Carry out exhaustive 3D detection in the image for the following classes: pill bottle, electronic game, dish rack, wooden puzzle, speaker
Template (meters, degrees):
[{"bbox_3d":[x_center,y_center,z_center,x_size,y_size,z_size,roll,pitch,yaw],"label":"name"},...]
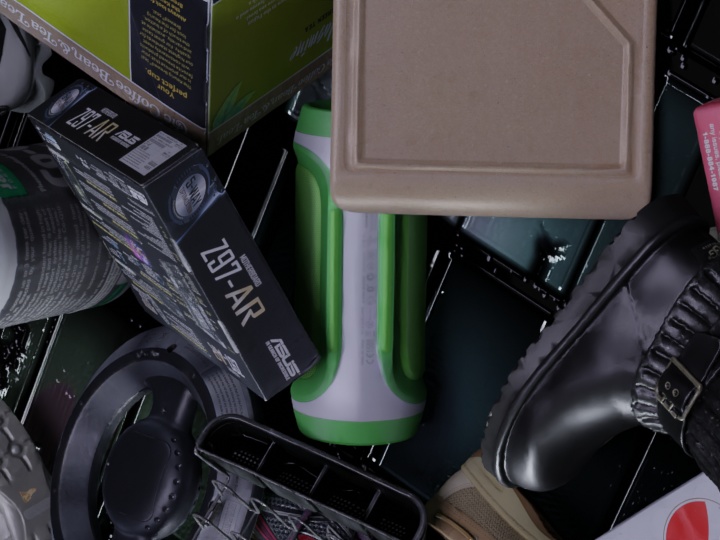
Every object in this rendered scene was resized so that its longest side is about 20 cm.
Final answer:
[{"bbox_3d":[-0.235,-0.019,1.844,0.113,0.200,0.113,6,101,33],"label":"pill bottle"},{"bbox_3d":[-0.131,0.133,1.864,0.200,0.042,0.200,-18,64,43],"label":"electronic game"},{"bbox_3d":[-0.061,0.202,1.728,0.153,0.055,0.200,23,75,22],"label":"dish rack"},{"bbox_3d":[0.077,-0.129,1.676,0.185,0.037,0.200,2,102,3],"label":"wooden puzzle"},{"bbox_3d":[0.000,0.000,1.756,0.088,0.088,0.200,7,102,33],"label":"speaker"}]

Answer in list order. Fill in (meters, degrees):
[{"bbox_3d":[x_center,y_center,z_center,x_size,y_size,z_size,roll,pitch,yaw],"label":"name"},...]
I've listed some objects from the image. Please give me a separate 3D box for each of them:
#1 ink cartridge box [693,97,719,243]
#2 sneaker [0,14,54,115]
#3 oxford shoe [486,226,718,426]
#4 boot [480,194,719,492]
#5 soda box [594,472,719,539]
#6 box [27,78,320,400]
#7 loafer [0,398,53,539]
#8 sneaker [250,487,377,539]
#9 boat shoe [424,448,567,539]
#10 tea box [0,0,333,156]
[{"bbox_3d":[0.292,-0.038,1.550,0.200,0.085,0.146,-10,93,34],"label":"ink cartridge box"},{"bbox_3d":[-0.266,-0.198,1.907,0.074,0.088,0.200,-24,83,36],"label":"sneaker"},{"bbox_3d":[0.157,0.046,1.678,0.200,0.058,0.075,-42,67,17],"label":"oxford shoe"},{"bbox_3d":[0.165,0.082,1.568,0.158,0.079,0.211,48,127,23],"label":"boot"},{"bbox_3d":[0.230,0.130,1.633,0.200,0.064,0.068,-36,77,32],"label":"soda box"},{"bbox_3d":[-0.114,-0.022,1.756,0.160,0.044,0.200,61,166,-26],"label":"box"},{"bbox_3d":[-0.223,0.174,1.957,0.200,0.070,0.070,62,150,6],"label":"loafer"},{"bbox_3d":[-0.008,0.173,1.794,0.200,0.081,0.075,20,105,32],"label":"sneaker"},{"bbox_3d":[0.105,0.189,1.695,0.065,0.071,0.200,-41,47,1],"label":"boat shoe"},{"bbox_3d":[-0.116,-0.213,1.729,0.200,0.134,0.197,35,143,25],"label":"tea box"}]
